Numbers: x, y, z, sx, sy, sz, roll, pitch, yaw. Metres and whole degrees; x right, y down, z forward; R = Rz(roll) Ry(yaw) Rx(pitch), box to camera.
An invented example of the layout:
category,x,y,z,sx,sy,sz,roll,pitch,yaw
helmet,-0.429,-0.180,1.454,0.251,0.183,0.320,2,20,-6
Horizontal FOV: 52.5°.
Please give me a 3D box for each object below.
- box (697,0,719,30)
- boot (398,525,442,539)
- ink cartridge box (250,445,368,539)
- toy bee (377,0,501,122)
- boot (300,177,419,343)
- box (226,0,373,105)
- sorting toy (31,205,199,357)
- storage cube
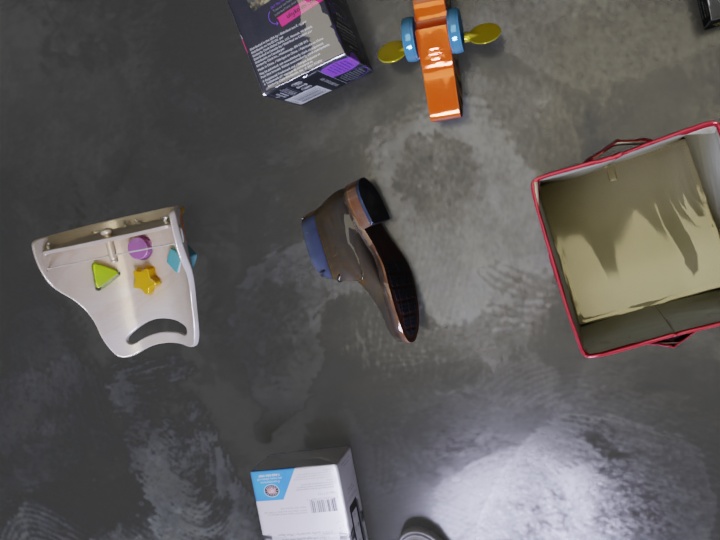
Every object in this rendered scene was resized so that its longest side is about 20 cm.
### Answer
category,x,y,z,sx,sy,sz,roll,pitch,yaw
box,0.407,-0.365,0.727,0.159,0.046,0.200,-14,93,16
boot,0.093,0.415,0.871,0.074,0.096,0.200,-24,90,16
ink cartridge box,-0.056,0.332,0.916,0.116,0.068,0.200,-9,93,16
toy bee,0.090,-0.274,0.805,0.131,0.109,0.200,12,124,5
boot,0.000,0.000,0.871,0.097,0.075,0.200,-21,83,28
box,-0.080,-0.303,0.823,0.106,0.122,0.200,-20,90,17
sorting toy,-0.281,0.021,0.931,0.200,0.107,0.180,-10,101,15
storage cube,0.277,-0.031,0.730,0.171,0.180,0.200,-17,92,16
